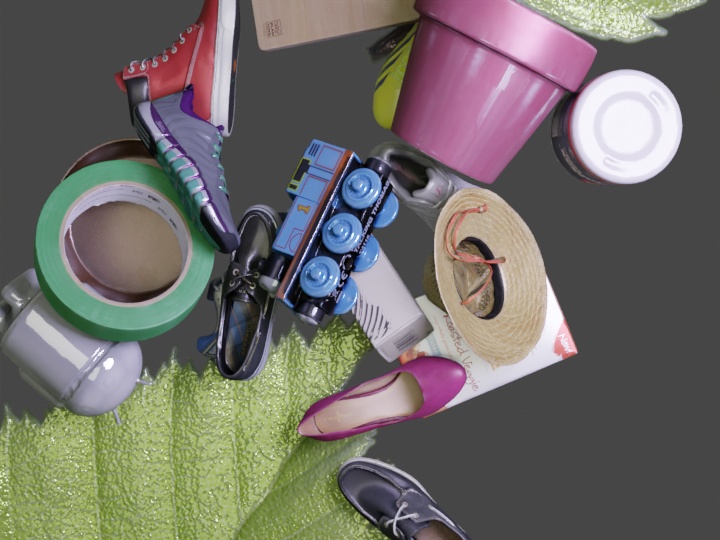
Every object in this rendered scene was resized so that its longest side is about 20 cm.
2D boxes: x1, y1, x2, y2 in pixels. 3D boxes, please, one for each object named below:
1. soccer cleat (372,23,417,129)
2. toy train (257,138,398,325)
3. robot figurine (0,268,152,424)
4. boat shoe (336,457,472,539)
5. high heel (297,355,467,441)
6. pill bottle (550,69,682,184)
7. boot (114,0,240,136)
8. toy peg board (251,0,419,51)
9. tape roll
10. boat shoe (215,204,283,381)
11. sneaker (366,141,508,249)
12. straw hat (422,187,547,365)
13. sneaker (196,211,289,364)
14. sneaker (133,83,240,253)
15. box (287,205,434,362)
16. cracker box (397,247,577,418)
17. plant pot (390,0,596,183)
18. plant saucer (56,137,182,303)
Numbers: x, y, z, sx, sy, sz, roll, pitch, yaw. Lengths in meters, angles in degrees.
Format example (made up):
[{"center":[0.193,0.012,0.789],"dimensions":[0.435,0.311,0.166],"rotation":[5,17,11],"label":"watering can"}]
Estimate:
[{"center":[0.073,-0.257,1.511],"dimensions":[0.064,0.084,0.201],"rotation":[33,91,1],"label":"soccer cleat"},{"center":[-0.039,-0.041,1.424],"dimensions":[0.113,0.087,0.202],"rotation":[20,78,27],"label":"toy train"},{"center":[-0.334,0.089,1.508],"dimensions":[0.200,0.113,0.170],"rotation":[42,124,0],"label":"robot figurine"},{"center":[0.057,0.290,1.531],"dimensions":[0.199,0.068,0.072],"rotation":[38,93,1],"label":"boat shoe"},{"center":[0.024,0.152,1.472],"dimensions":[0.199,0.096,0.068],"rotation":[-26,87,32],"label":"high heel"},{"center":[0.275,-0.155,1.450],"dimensions":[0.118,0.200,0.121],"rotation":[0,93,-1],"label":"pill bottle"},{"center":[-0.215,-0.264,1.525],"dimensions":[0.143,0.072,0.202],"rotation":[7,95,2],"label":"boot"},{"center":[-0.026,-0.368,1.520],"dimensions":[0.197,0.098,0.202],"rotation":[-8,90,17],"label":"toy peg board"},{"center":[-0.265,-0.023,1.464],"dimensions":[0.198,0.048,0.203],"rotation":[6,68,-15],"label":"tape roll"},{"center":[-0.124,0.027,1.463],"dimensions":[0.068,0.057,0.202],"rotation":[8,94,16],"label":"boat shoe"},{"center":[0.093,-0.082,1.506],"dimensions":[0.199,0.099,0.078],"rotation":[28,91,0],"label":"sneaker"},{"center":[0.118,0.011,1.458],"dimensions":[0.085,0.200,0.203],"rotation":[-13,91,43],"label":"straw hat"},{"center":[-0.137,0.021,1.525],"dimensions":[0.084,0.077,0.202],"rotation":[22,91,5],"label":"sneaker"},{"center":[-0.172,-0.119,1.458],"dimensions":[0.087,0.074,0.201],"rotation":[-30,81,-18],"label":"sneaker"},{"center":[0.000,0.000,1.485],"dimensions":[0.068,0.082,0.201],"rotation":[-34,66,1],"label":"box"},{"center":[0.138,0.072,1.529],"dimensions":[0.198,0.058,0.135],"rotation":[-23,89,1],"label":"cracker box"},{"center":[0.127,-0.202,1.401],"dimensions":[0.199,0.200,0.180],"rotation":[27,101,0],"label":"plant pot"},{"center":[-0.267,-0.055,1.545],"dimensions":[0.198,0.034,0.203],"rotation":[0,91,1],"label":"plant saucer"}]
